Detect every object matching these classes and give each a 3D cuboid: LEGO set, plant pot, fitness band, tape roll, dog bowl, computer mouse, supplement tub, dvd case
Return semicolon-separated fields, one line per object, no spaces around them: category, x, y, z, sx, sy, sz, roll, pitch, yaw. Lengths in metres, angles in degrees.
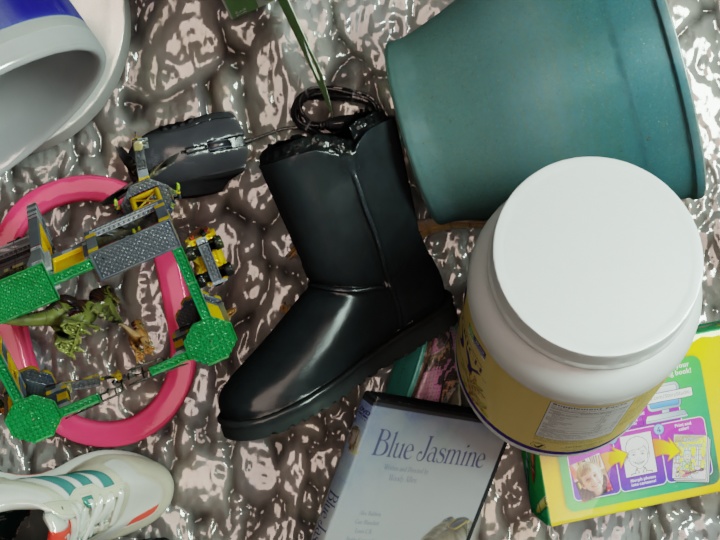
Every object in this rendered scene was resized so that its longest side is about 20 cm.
LEGO set;-0.188;0.012;0.808;0.198;0.116;0.155;-30;122;-2
plant pot;0.121;-0.121;0.808;0.185;0.200;0.203;-16;91;10
fitness band;-0.197;0.031;0.861;0.141;0.037;0.204;-11;92;-6
tape roll;-0.271;-0.185;0.854;0.199;0.037;0.207;0;91;-3
dog bowl;-0.264;-0.113;0.736;0.199;0.200;0.079;-37;90;-3
computer mouse;-0.079;-0.099;0.868;0.197;0.034;0.060;-17;90;-4
supplement tub;0.136;0.029;0.747;0.143;0.201;0.148;0;67;1
dvd case;0.026;0.189;0.828;0.141;0.017;0.203;13;100;-38

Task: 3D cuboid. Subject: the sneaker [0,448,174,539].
sneaker;-0.205;0.173;0.792;0.198;0.093;0.071;5;104;-40

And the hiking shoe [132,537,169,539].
hiking shoe;-0.207;0.252;0.837;0.196;0.076;0.103;-2;87;-4

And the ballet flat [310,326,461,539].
ballet flat;0.033;0.136;0.864;0.070;0.069;0.203;25;88;-23

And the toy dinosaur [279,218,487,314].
toy dinosaur;0.000;0.000;0.871;0.106;0.060;0.200;44;82;-15

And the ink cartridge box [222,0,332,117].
ink cartridge box;-0.080;-0.203;0.804;0.047;0.146;0.203;-22;87;0

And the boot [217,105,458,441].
boot;-0.037;-0.002;0.785;0.198;0.076;0.170;-29;107;-21

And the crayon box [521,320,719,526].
crayon box;0.219;0.111;0.873;0.196;0.058;0.121;-10;90;-3
